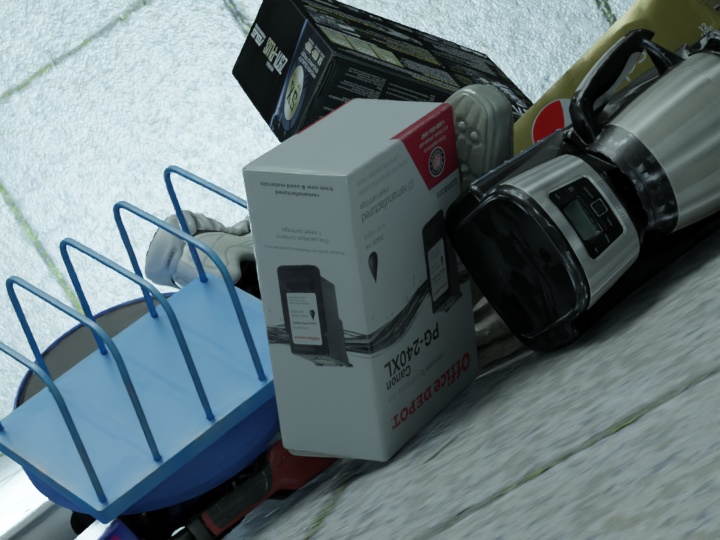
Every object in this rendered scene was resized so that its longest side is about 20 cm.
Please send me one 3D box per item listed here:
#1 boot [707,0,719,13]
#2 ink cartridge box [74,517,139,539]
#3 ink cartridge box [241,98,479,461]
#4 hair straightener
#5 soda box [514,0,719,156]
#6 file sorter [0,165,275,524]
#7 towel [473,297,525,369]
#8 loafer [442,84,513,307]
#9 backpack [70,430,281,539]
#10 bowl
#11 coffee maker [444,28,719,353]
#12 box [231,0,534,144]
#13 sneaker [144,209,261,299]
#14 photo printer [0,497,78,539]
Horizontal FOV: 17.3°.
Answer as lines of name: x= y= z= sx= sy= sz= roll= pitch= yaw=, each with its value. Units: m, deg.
boot: x=0.358 y=-0.218 z=1.844 sx=0.199 sy=0.066 sz=0.175 roll=4 pitch=5 yaw=-3
ink cartridge box: x=-0.199 y=0.217 z=1.597 sx=0.119 sy=0.042 sz=0.200 roll=-43 pitch=1 yaw=-9
ink cartridge box: x=0.005 y=0.005 z=1.537 sx=0.083 sy=0.200 sz=0.145 roll=5 pitch=24 yaw=30
hair straightener: x=-0.074 y=0.157 z=1.591 sx=0.200 sy=0.041 sz=0.077 roll=-42 pitch=0 yaw=-34
soda box: x=0.177 y=-0.113 z=1.665 sx=0.200 sy=0.064 sz=0.068 roll=-46 pitch=-29 yaw=13
file sorter: x=-0.148 y=0.041 z=1.561 sx=0.200 sy=0.123 sz=0.139 roll=-37 pitch=40 yaw=-25
towel: x=0.087 y=0.041 z=1.680 sx=0.200 sy=0.035 sz=0.132 roll=-30 pitch=4 yaw=38
loafer: x=0.076 y=-0.049 z=1.613 sx=0.070 sy=0.070 sz=0.200 roll=-25 pitch=-34 yaw=-32
backpack: x=-0.132 y=0.107 z=1.791 sx=0.200 sy=0.147 sz=0.183 roll=-29 pitch=6 yaw=-25
bowl: x=-0.147 y=0.086 z=1.638 sx=0.200 sy=0.039 sz=0.201 roll=-11 pitch=37 yaw=8
coffee maker: x=0.168 y=-0.039 z=1.538 sx=0.200 sy=0.135 sz=0.192 roll=-33 pitch=-26 yaw=-20
box: x=0.024 y=-0.128 z=1.785 sx=0.086 sy=0.200 sz=0.164 roll=-65 pitch=28 yaw=17
sneaker: x=-0.078 y=-0.004 z=1.818 sx=0.200 sy=0.081 sz=0.075 roll=-10 pitch=-56 yaw=-55
photo printer: x=-0.313 y=0.264 z=1.853 sx=0.166 sy=0.070 sz=0.200 roll=-28 pitch=7 yaw=44
